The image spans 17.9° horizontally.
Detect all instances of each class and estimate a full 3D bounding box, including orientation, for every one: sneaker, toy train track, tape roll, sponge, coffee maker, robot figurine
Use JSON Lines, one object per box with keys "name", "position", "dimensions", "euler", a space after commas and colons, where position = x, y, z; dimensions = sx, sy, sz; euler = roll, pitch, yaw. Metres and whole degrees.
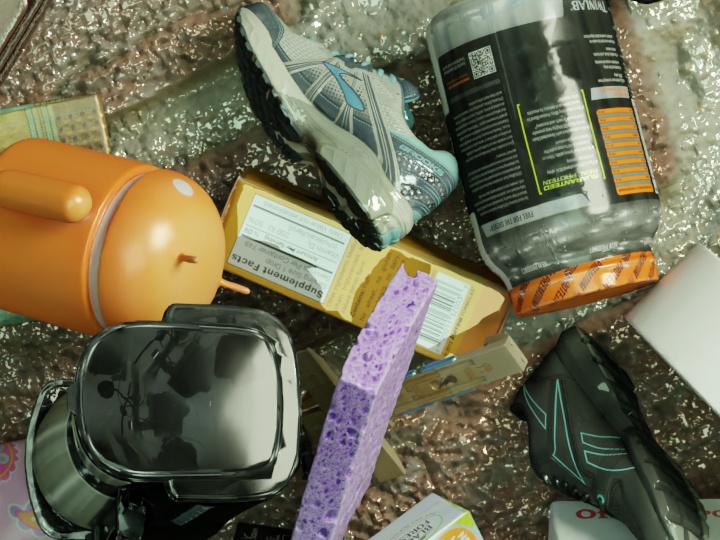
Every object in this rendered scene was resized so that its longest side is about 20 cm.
{"name": "sneaker", "position": [0.161, 0.129, 1.486], "dimensions": [0.079, 0.200, 0.075], "euler": [-39, 134, 13]}
{"name": "toy train track", "position": [0.026, 0.076, 1.500], "dimensions": [0.199, 0.033, 0.115], "euler": [-21, 116, 36]}
{"name": "tape roll", "position": [0.262, 0.077, 1.455], "dimensions": [0.071, 0.202, 0.202], "euler": [-44, 94, 3]}
{"name": "sneaker", "position": [-0.011, -0.103, 1.488], "dimensions": [0.086, 0.078, 0.200], "euler": [-30, 66, -16]}
{"name": "sponge", "position": [-0.003, 0.103, 1.437], "dimensions": [0.030, 0.112, 0.201], "euler": [23, 133, 6]}
{"name": "coffee maker", "position": [-0.101, 0.093, 1.408], "dimensions": [0.191, 0.200, 0.135], "euler": [-22, 83, -22]}
{"name": "robot figurine", "position": [-0.170, -0.018, 1.453], "dimensions": [0.199, 0.117, 0.145], "euler": [14, 127, 26]}

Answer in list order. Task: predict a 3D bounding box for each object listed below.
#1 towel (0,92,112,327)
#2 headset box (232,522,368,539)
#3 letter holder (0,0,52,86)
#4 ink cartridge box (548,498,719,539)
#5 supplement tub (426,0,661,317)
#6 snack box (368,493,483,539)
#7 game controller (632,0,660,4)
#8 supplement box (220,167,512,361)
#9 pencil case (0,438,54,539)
{"name": "towel", "position": [-0.258, -0.032, 1.535], "dimensions": [0.199, 0.022, 0.148], "euler": [-11, 96, -1]}
{"name": "headset box", "position": [0.003, 0.260, 1.534], "dimensions": [0.199, 0.075, 0.150], "euler": [8, 95, -1]}
{"name": "letter holder", "position": [-0.294, -0.221, 1.477], "dimensions": [0.199, 0.101, 0.143], "euler": [32, 93, -3]}
{"name": "ink cartridge box", "position": [0.197, 0.257, 1.458], "dimensions": [0.144, 0.200, 0.146], "euler": [0, 118, 0]}
{"name": "supplement tub", "position": [0.121, -0.078, 1.464], "dimensions": [0.122, 0.123, 0.201], "euler": [-13, 84, 1]}
{"name": "snack box", "position": [0.008, 0.256, 1.432], "dimensions": [0.199, 0.053, 0.143], "euler": [-34, 114, -18]}
{"name": "game controller", "position": [0.155, -0.262, 1.469], "dimensions": [0.104, 0.042, 0.200], "euler": [-31, 81, -29]}
{"name": "supplement box", "position": [0.000, 0.000, 1.515], "dimensions": [0.199, 0.067, 0.069], "euler": [25, 98, -2]}
{"name": "pencil case", "position": [-0.254, 0.164, 1.524], "dimensions": [0.199, 0.087, 0.088], "euler": [-14, 95, 2]}
